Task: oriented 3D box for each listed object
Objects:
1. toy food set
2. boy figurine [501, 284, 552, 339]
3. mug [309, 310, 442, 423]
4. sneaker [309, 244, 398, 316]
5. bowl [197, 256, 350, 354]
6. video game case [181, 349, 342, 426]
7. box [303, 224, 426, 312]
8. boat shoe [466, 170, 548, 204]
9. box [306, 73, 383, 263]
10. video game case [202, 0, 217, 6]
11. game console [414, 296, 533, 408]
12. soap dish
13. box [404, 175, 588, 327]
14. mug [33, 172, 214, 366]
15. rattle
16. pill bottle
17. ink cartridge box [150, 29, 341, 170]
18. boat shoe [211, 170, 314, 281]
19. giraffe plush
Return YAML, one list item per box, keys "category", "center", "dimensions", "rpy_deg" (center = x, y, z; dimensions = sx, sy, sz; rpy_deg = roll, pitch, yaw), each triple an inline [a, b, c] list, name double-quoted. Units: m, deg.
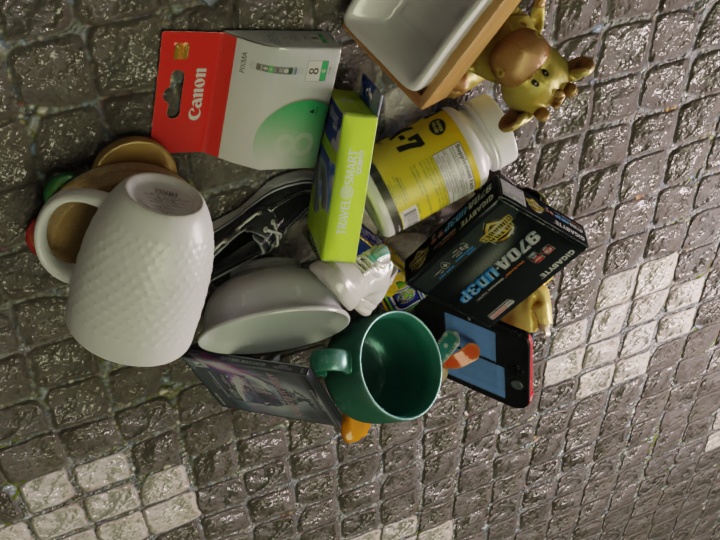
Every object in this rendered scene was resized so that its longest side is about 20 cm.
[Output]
- category: "toy food set"
  center: [-0.285, -0.053, 1.155]
  dimensions: [0.197, 0.049, 0.201]
  rpy_deg: [-29, 140, 0]
- category: "boy figurine"
  center: [0.251, 0.056, 1.546]
  dimensions: [0.064, 0.124, 0.202]
  rpy_deg: [9, 97, -47]
- category: "mug"
  center: [0.012, 0.129, 1.384]
  dimensions: [0.185, 0.114, 0.153]
  rpy_deg: [44, 57, -23]
- category: "sneaker"
  center: [0.000, 0.000, 1.233]
  dimensions: [0.088, 0.075, 0.200]
  rpy_deg: [-43, 167, 5]
- category: "bowl"
  center: [-0.118, 0.041, 1.291]
  dimensions: [0.199, 0.091, 0.201]
  rpy_deg: [-9, 162, -3]
- category: "video game case"
  center: [-0.136, 0.164, 1.379]
  dimensions: [0.198, 0.019, 0.143]
  rpy_deg: [6, 146, 26]
- category: "box"
  center: [0.011, -0.010, 1.362]
  dimensions: [0.064, 0.070, 0.200]
  rpy_deg: [-42, 138, 11]
- category: "boat shoe"
  center: [0.236, -0.089, 1.421]
  dimensions: [0.200, 0.072, 0.061]
  rpy_deg: [23, 120, -40]
- category: "box"
  center: [-0.021, -0.124, 1.164]
  dimensions: [0.047, 0.122, 0.202]
  rpy_deg: [4, 112, -13]
- category: "video game case"
  center: [-0.167, -0.364, 0.945]
  dimensions: [0.143, 0.019, 0.200]
  rpy_deg: [-44, 138, 13]
- category: "game console"
  center: [0.172, 0.123, 1.507]
  dimensions: [0.031, 0.199, 0.178]
  rpy_deg: [-51, 148, -30]
- category: "soap dish"
  center: [0.088, -0.300, 1.078]
  dimensions: [0.200, 0.158, 0.081]
  rpy_deg: [-52, 152, 21]
- category: "box"
  center: [0.179, -0.021, 1.326]
  dimensions: [0.158, 0.046, 0.200]
  rpy_deg: [27, 130, -26]
- category: "mug"
  center: [-0.258, -0.018, 1.077]
  dimensions: [0.198, 0.148, 0.176]
  rpy_deg: [20, 119, -5]
- category: "rattle"
  center: [0.070, 0.173, 1.473]
  dimensions: [0.198, 0.143, 0.131]
  rpy_deg: [-2, 123, 27]
- category: "pill bottle"
  center: [0.092, -0.137, 1.257]
  dimensions: [0.199, 0.115, 0.115]
  rpy_deg: [-29, 139, -5]
- category: "ink cartridge box"
  center: [-0.131, -0.191, 1.122]
  dimensions: [0.198, 0.050, 0.162]
  rpy_deg: [-8, 133, -28]
- category: "boat shoe"
  center: [-0.127, -0.052, 1.239]
  dimensions: [0.199, 0.068, 0.072]
  rpy_deg: [-29, 139, -5]
- category: "giraffe plush"
  center: [0.175, -0.248, 1.163]
  dimensions: [0.199, 0.163, 0.173]
  rpy_deg: [12, 122, -38]
